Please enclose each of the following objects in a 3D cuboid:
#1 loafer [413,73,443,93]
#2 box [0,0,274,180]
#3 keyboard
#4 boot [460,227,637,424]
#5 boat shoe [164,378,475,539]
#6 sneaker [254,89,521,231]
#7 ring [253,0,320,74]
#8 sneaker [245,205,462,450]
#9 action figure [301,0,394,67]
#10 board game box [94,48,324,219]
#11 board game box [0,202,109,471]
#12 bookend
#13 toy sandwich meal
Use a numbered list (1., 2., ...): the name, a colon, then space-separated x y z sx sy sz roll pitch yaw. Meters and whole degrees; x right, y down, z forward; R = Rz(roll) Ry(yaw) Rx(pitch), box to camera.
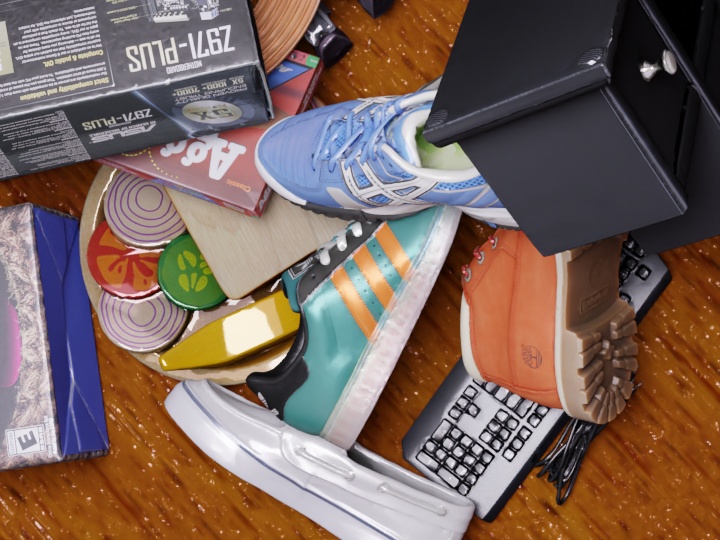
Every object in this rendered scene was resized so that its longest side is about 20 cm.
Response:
1. loafer: 0.082 -0.107 0.913 0.063 0.072 0.200 51 134 -3
2. box: -0.163 -0.151 0.864 0.200 0.086 0.164 -13 74 -2
3. keyboard: 0.118 0.062 0.943 0.104 0.040 0.200 36 92 10
4. boot: 0.099 -0.016 0.892 0.107 0.075 0.200 12 109 41
5. boat shoe: -0.023 0.113 0.945 0.200 0.074 0.065 32 97 -2
6. sneaker: 0.023 -0.070 0.830 0.200 0.077 0.076 2 69 32
7. ring: -0.116 -0.184 0.930 0.200 0.019 0.201 -2 75 8
8. sneaker: 0.000 0.000 0.889 0.080 0.071 0.200 25 92 -3
9. action figure: -0.065 -0.225 0.977 0.200 0.069 0.130 45 98 12
10. board game box: -0.132 -0.110 0.931 0.200 0.019 0.103 19 80 14
11. board game box: -0.276 0.054 0.971 0.200 0.097 0.160 -10 84 7
12. bookend: 0.140 -0.073 0.751 0.092 0.200 0.199 -18 124 34
13. toy sandwich meal: -0.086 -0.024 0.963 0.205 0.070 0.205 -1 86 8
